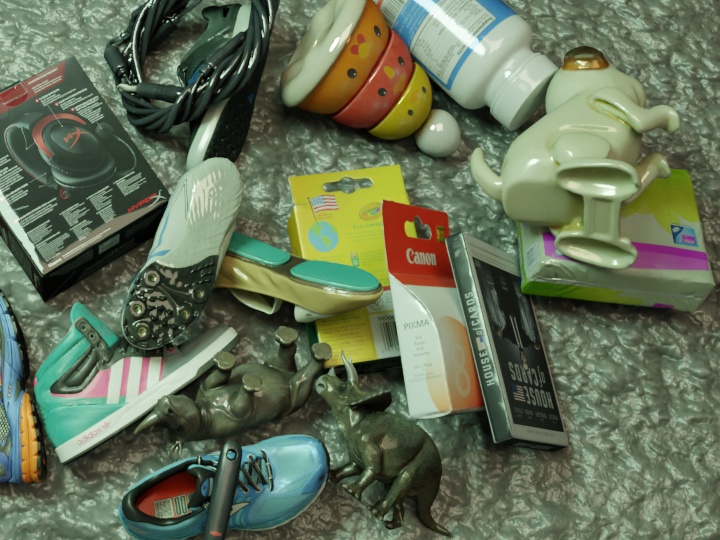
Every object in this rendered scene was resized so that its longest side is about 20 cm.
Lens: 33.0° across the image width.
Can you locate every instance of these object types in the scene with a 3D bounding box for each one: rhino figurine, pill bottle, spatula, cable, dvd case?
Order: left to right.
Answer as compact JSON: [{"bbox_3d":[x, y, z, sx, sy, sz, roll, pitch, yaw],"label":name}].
[{"bbox_3d":[-0.166,-0.229,1.211,0.198,0.051,0.165,-29,56,13],"label":"cable"},{"bbox_3d":[-0.128,0.244,1.027,0.056,0.021,0.204,14,85,-12],"label":"spatula"},{"bbox_3d":[-0.119,0.118,1.108,0.198,0.088,0.060,-19,56,-38],"label":"rhino figurine"},{"bbox_3d":[0.113,-0.244,1.294,0.200,0.113,0.112,44,66,12],"label":"pill bottle"},{"bbox_3d":[0.144,0.073,1.188,0.024,0.150,0.203,-21,70,25],"label":"dvd case"}]

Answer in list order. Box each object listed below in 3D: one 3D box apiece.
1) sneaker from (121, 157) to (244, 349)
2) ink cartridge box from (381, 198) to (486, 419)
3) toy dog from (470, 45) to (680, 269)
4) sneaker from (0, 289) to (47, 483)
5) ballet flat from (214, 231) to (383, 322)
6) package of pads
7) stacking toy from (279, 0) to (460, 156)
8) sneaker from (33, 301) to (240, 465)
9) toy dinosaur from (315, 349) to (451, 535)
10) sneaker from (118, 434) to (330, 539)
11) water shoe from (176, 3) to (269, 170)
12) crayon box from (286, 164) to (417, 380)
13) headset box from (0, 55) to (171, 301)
[{"bbox_3d":[-0.164,-0.012,1.127,0.071,0.072,0.202,29,63,-12],"label":"sneaker"},{"bbox_3d":[0.085,0.035,1.158,0.049,0.162,0.204,-9,84,27],"label":"ink cartridge box"},{"bbox_3d":[0.221,-0.124,1.211,0.191,0.141,0.202,5,49,26],"label":"toy dog"},{"bbox_3d":[-0.337,0.096,1.093,0.077,0.076,0.203,-12,71,-13],"label":"sneaker"},{"bbox_3d":[-0.065,0.015,1.158,0.197,0.064,0.068,18,24,29],"label":"ballet flat"},{"bbox_3d":[0.260,-0.045,1.274,0.196,0.069,0.157,6,54,-11],"label":"package of pads"},{"bbox_3d":[0.028,-0.189,1.273,0.198,0.146,0.148,32,65,-18],"label":"stacking toy"},{"bbox_3d":[-0.219,0.075,1.126,0.199,0.084,0.122,-33,89,-21],"label":"sneaker"},{"bbox_3d":[0.032,0.176,1.120,0.199,0.077,0.103,41,79,-13],"label":"toy dinosaur"},{"bbox_3d":[-0.120,0.196,1.078,0.197,0.090,0.080,-18,74,-5],"label":"sneaker"},{"bbox_3d":[-0.153,-0.182,1.255,0.078,0.072,0.203,8,67,20],"label":"water shoe"},{"bbox_3d":[0.000,0.000,1.219,0.125,0.051,0.203,-6,72,-15],"label":"crayon box"},{"bbox_3d":[-0.296,-0.098,1.173,0.148,0.075,0.201,-33,80,-22],"label":"headset box"}]
